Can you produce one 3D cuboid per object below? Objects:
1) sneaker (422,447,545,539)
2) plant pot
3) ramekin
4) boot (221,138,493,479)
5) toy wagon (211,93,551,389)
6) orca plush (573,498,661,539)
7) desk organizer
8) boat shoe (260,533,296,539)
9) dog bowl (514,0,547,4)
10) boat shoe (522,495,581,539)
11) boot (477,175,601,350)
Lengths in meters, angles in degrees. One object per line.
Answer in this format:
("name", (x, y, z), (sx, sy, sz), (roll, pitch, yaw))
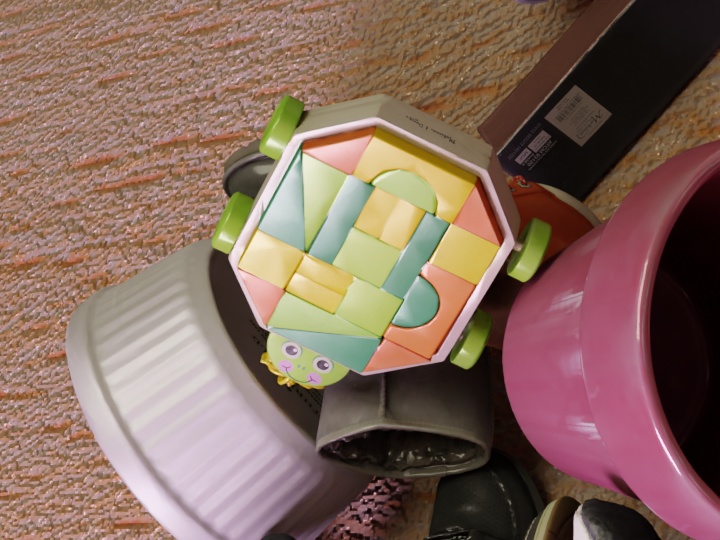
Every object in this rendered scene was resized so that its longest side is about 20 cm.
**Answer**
("sneaker", (0.053, 0.182, 1.385), (0.073, 0.082, 0.201), (-21, 52, 38))
("plant pot", (0.169, 0.039, 1.277), (0.179, 0.199, 0.201), (-11, 58, 61))
("ramekin", (-0.070, 0.072, 1.498), (0.094, 0.202, 0.203), (-37, 44, 19))
("boot", (-0.005, 0.020, 1.465), (0.180, 0.073, 0.201), (0, 63, 16))
("toy wagon", (0.000, 0.000, 1.337), (0.201, 0.154, 0.040), (-60, 8, 37))
("orca plush", (0.145, 0.212, 1.246), (0.071, 0.105, 0.202), (-2, 85, 15))
("desk organizer", (0.150, -0.140, 1.492), (0.200, 0.072, 0.077), (-48, 38, 14))
("boat shoe", (-0.047, 0.245, 1.439), (0.057, 0.068, 0.202), (-100, 15, -75))
("dog bowl", (0.131, -0.238, 1.489), (0.059, 0.200, 0.200), (47, 105, 17))
("boat shoe", (0.086, 0.208, 1.324), (0.066, 0.072, 0.202), (-24, 41, 33))
("boot", (0.065, -0.016, 1.410), (0.075, 0.199, 0.108), (-42, 33, 35))
